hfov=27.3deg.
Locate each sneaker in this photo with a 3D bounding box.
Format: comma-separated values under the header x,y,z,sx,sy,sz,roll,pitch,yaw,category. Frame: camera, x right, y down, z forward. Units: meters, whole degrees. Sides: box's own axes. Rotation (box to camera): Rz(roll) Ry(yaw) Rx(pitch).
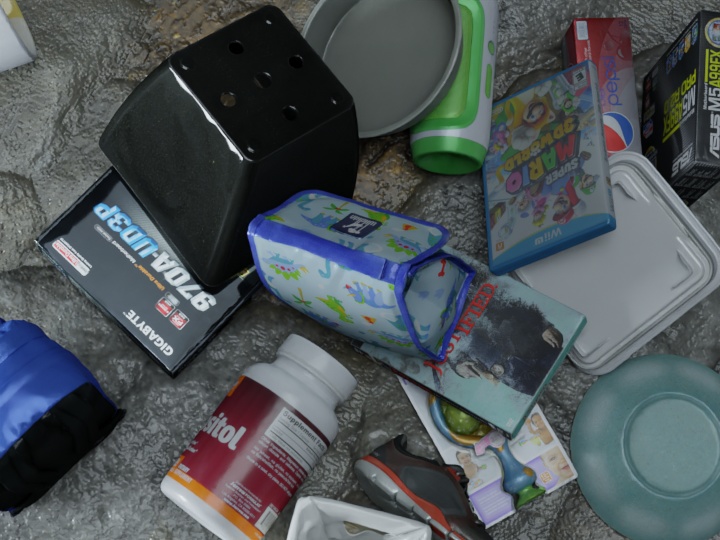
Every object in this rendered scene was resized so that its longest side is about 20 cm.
x,y,z,sx,sy,sz,roll,pitch,yaw,category
0.087,0.229,1.462,0.200,0.077,0.082,38,65,22,sneaker

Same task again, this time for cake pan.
x,y,z,sx,sy,sz,roll,pitch,yaw,category
0.024,-0.227,1.554,0.200,0.037,0.201,-11,69,29,cake pan

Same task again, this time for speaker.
x,y,z,sx,sy,sz,roll,pitch,yaw,category
0.100,-0.208,1.575,0.088,0.088,0.201,6,75,-3,speaker

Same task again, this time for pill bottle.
x,y,z,sx,sy,sz,roll,pitch,yaw,category
-0.095,0.166,1.460,0.113,0.113,0.200,36,76,5,pill bottle

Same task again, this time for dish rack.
x,y,z,sx,sy,sz,roll,pitch,yaw,category
0.248,-0.003,1.504,0.200,0.044,0.172,-42,80,25,dish rack

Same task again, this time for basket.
x,y,z,sx,sy,sz,roll,pitch,yaw,category
-0.019,0.329,1.421,0.135,0.123,0.201,13,77,-1,basket

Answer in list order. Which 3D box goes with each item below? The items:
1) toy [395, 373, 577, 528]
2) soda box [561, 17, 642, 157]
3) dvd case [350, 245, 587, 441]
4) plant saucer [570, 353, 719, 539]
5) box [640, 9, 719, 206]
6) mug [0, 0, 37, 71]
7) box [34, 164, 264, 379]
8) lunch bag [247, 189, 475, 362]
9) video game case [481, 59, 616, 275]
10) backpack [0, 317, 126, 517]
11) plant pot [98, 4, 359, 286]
x,y,z,sx,sy,sz,roll,pitch,yaw,category
0.127,0.147,1.513,0.115,0.047,0.200,-27,80,-11,toy
0.258,-0.165,1.585,0.063,0.070,0.201,-1,76,-5,soda box
0.108,0.064,1.509,0.200,0.022,0.146,28,76,27,dvd case
0.317,0.182,1.523,0.200,0.039,0.202,1,77,-4,plant saucer
0.334,-0.154,1.521,0.044,0.200,0.161,7,77,-4,box
-0.438,-0.258,1.544,0.153,0.187,0.150,-27,112,-1,mug
-0.208,-0.013,1.528,0.200,0.046,0.159,43,77,6,box
0.000,0.000,1.435,0.170,0.200,0.128,17,86,22,lunch bag
0.188,-0.106,1.521,0.143,0.018,0.201,-23,54,32,video game case
-0.340,0.132,1.406,0.168,0.200,0.163,39,78,5,backpack
-0.115,-0.143,1.470,0.199,0.178,0.200,-33,76,-29,plant pot
